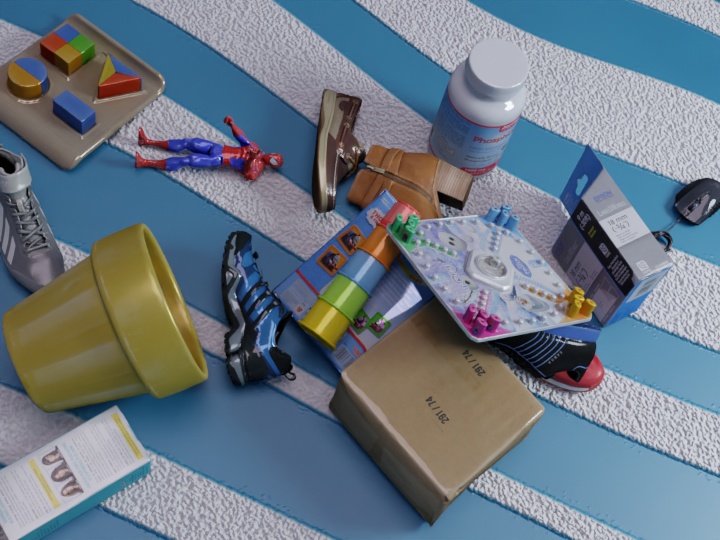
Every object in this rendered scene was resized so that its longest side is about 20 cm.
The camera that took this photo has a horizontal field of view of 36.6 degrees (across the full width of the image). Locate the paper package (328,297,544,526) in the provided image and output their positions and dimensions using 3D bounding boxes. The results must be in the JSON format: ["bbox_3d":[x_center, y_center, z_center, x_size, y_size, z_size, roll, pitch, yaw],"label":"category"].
[{"bbox_3d":[0.092,0.167,1.328,0.190,0.104,0.200,-35,72,-26],"label":"paper package"}]

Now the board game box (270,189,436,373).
[{"bbox_3d":[0.009,0.018,1.391,0.200,0.037,0.151,-42,74,-3],"label":"board game box"}]

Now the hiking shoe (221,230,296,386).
[{"bbox_3d":[-0.129,0.046,1.369,0.086,0.074,0.201,-4,73,-4],"label":"hiking shoe"}]

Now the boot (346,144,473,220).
[{"bbox_3d":[0.050,-0.073,1.476,0.154,0.074,0.201,20,65,11],"label":"boot"}]

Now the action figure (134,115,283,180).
[{"bbox_3d":[-0.199,-0.169,1.462,0.198,0.099,0.066,6,62,-10],"label":"action figure"}]

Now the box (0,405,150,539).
[{"bbox_3d":[-0.344,0.242,1.237,0.199,0.049,0.082,-29,70,-23],"label":"box"}]

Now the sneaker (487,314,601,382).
[{"bbox_3d":[0.201,0.089,1.326,0.199,0.070,0.078,11,102,-21],"label":"sneaker"}]

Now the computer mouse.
[{"bbox_3d":[0.460,-0.077,1.567,0.200,0.034,0.059,-37,75,-25],"label":"computer mouse"}]

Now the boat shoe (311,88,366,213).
[{"bbox_3d":[-0.027,-0.165,1.506,0.071,0.072,0.201,7,55,-5],"label":"boat shoe"}]

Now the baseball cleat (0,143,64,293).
[{"bbox_3d":[-0.425,-0.066,1.356,0.069,0.107,0.201,-23,70,-26],"label":"baseball cleat"}]

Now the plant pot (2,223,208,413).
[{"bbox_3d":[-0.300,0.072,1.266,0.188,0.201,0.202,-23,67,-4],"label":"plant pot"}]

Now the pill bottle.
[{"bbox_3d":[0.164,-0.221,1.494,0.108,0.200,0.109,4,61,-8],"label":"pill bottle"}]

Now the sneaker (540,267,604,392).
[{"bbox_3d":[0.239,0.071,1.399,0.199,0.116,0.078,34,61,9],"label":"sneaker"}]

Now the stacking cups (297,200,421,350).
[{"bbox_3d":[0.000,0.000,1.351,0.060,0.061,0.201,32,80,8],"label":"stacking cups"}]

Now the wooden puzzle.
[{"bbox_3d":[-0.399,-0.257,1.498,0.185,0.046,0.200,36,62,10],"label":"wooden puzzle"}]

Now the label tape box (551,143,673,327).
[{"bbox_3d":[0.316,-0.045,1.460,0.063,0.144,0.201,-24,68,-19],"label":"label tape box"}]

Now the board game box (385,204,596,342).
[{"bbox_3d":[0.159,-0.005,1.312,0.199,0.026,0.200,-7,47,-36],"label":"board game box"}]
